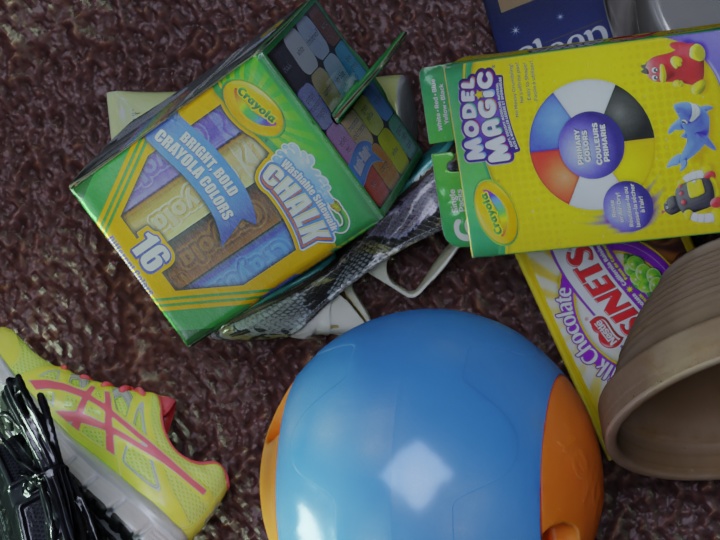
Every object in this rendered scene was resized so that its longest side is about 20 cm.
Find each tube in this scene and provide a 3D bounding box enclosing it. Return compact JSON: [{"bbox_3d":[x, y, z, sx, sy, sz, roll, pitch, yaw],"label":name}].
[{"bbox_3d":[-0.065,-0.085,1.617,0.198,0.052,0.058,-6,45,15],"label":"tube"}]

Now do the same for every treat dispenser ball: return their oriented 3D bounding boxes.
[{"bbox_3d":[0.041,0.123,1.480,0.199,0.201,0.203,-2,80,11],"label":"treat dispenser ball"}]

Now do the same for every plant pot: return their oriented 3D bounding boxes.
[{"bbox_3d":[0.228,0.039,1.454,0.199,0.201,0.093,-14,64,9],"label":"plant pot"}]

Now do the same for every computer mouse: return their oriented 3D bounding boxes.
[{"bbox_3d":[-0.193,0.159,1.546,0.052,0.200,0.139,-10,66,-25],"label":"computer mouse"}]

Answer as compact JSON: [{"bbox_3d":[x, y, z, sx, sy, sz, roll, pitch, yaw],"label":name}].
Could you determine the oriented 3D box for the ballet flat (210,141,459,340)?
[{"bbox_3d":[0.000,0.000,1.582,0.200,0.072,0.072,-36,76,5],"label":"ballet flat"}]

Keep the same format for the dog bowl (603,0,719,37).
[{"bbox_3d":[0.237,-0.165,1.517,0.198,0.059,0.202,0,73,-1],"label":"dog bowl"}]

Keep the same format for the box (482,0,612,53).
[{"bbox_3d":[0.146,-0.136,1.576,0.120,0.032,0.201,-20,72,17],"label":"box"}]

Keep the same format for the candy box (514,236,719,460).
[{"bbox_3d":[0.153,0.004,1.532,0.102,0.026,0.201,-24,99,10],"label":"candy box"}]

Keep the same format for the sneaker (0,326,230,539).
[{"bbox_3d":[-0.161,0.099,1.597,0.090,0.078,0.200,-39,70,-21],"label":"sneaker"}]

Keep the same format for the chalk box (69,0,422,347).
[{"bbox_3d":[-0.048,-0.071,1.526,0.199,0.125,0.124,-32,100,24],"label":"chalk box"}]

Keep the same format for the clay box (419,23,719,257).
[{"bbox_3d":[0.129,-0.072,1.465,0.198,0.048,0.116,-7,99,20],"label":"clay box"}]
